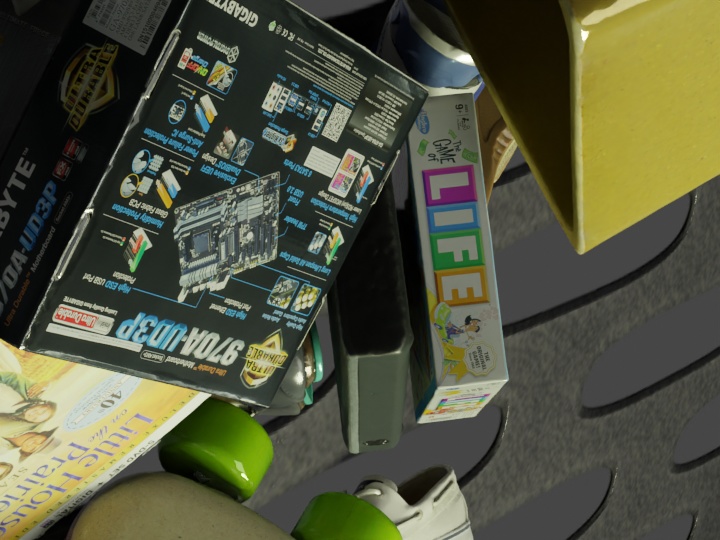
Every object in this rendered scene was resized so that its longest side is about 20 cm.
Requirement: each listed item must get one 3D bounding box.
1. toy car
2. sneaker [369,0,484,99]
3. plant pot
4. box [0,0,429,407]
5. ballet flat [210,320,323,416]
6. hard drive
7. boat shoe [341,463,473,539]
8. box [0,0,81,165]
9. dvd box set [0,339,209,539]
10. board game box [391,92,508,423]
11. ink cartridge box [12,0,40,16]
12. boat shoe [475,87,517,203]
[{"bbox_3d":[-0.098,0.189,1.008,0.165,0.157,0.200,-58,-173,-34],"label":"toy car"},{"bbox_3d":[0.041,-0.126,1.084,0.115,0.080,0.200,-52,-179,34],"label":"sneaker"},{"bbox_3d":[0.144,-0.165,0.885,0.199,0.196,0.195,-23,153,-5],"label":"plant pot"},{"bbox_3d":[-0.061,-0.034,0.798,0.160,0.046,0.200,-63,153,3],"label":"box"},{"bbox_3d":[-0.058,0.044,1.032,0.073,0.073,0.200,-62,180,-6],"label":"ballet flat"},{"bbox_3d":[0.000,0.000,0.991,0.200,0.033,0.141,92,-8,-72],"label":"hard drive"},{"bbox_3d":[0.005,0.166,1.265,0.199,0.071,0.070,-15,97,-51],"label":"boat shoe"},{"bbox_3d":[-0.120,-0.037,0.893,0.159,0.048,0.200,-65,153,-2],"label":"box"},{"bbox_3d":[-0.167,0.066,0.849,0.146,0.029,0.200,-38,154,9],"label":"dvd box set"},{"bbox_3d":[0.041,0.001,0.998,0.200,0.034,0.136,98,-14,-82],"label":"board game box"},{"bbox_3d":[-0.101,-0.228,0.780,0.200,0.045,0.177,-45,145,-33],"label":"ink cartridge box"},{"bbox_3d":[0.062,-0.088,1.163,0.201,0.071,0.065,-60,-173,-19],"label":"boat shoe"}]
